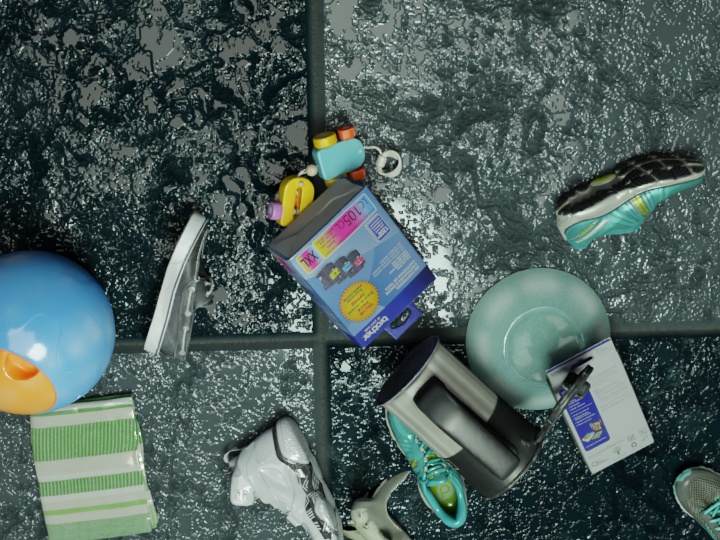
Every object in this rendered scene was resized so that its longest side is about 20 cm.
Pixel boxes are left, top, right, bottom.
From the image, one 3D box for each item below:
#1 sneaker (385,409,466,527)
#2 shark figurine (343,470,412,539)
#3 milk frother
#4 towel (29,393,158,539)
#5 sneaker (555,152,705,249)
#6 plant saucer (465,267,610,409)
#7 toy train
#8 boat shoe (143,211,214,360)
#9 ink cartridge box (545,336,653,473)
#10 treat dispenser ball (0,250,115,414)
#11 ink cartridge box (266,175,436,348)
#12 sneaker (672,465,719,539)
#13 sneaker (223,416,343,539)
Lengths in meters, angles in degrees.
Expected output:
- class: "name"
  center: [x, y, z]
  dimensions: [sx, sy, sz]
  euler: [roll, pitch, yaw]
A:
- class: "sneaker"
  center: [0.098, 0.252, 1.362]
  dimensions: [0.077, 0.080, 0.200]
  euler: [-26, 101, 2]
- class: "shark figurine"
  center: [0.025, 0.318, 1.371]
  dimensions: [0.128, 0.215, 0.090]
  euler: [16, 61, 22]
- class: "milk frother"
  center: [0.160, 0.151, 1.267]
  dimensions: [0.188, 0.180, 0.200]
  euler: [42, 74, -8]
- class: "towel"
  center: [-0.364, 0.270, 1.378]
  dimensions: [0.152, 0.023, 0.201]
  euler: [-7, 104, -1]
- class: "sneaker"
  center: [0.352, -0.092, 1.323]
  dimensions: [0.200, 0.078, 0.080]
  euler: [-23, 122, 7]
- class: "plant saucer"
  center: [0.243, 0.098, 1.364]
  dimensions: [0.200, 0.039, 0.202]
  euler: [-1, 103, -4]
- class: "toy train"
  center: [-0.041, -0.089, 1.304]
  dimensions: [0.150, 0.056, 0.200]
  euler: [31, 91, -31]
- class: "boat shoe"
  center: [-0.220, 0.024, 1.306]
  dimensions: [0.068, 0.072, 0.200]
  euler: [18, 103, -5]
- class: "ink cartridge box"
  center: [0.316, 0.175, 1.359]
  dimensions: [0.099, 0.039, 0.200]
  euler: [-27, 120, 2]
- class: "treat dispenser ball"
  center: [-0.403, 0.075, 1.241]
  dimensions: [0.200, 0.201, 0.202]
  euler: [-1, 102, -3]
- class: "ink cartridge box"
  center: [0.000, 0.000, 1.280]
  dimensions: [0.136, 0.076, 0.200]
  euler: [-44, 122, -7]
- class: "sneaker"
  center: [0.516, 0.355, 1.409]
  dimensions: [0.078, 0.091, 0.200]
  euler: [-42, 101, 5]
- class: "sneaker"
  center: [-0.103, 0.308, 1.361]
  dimensions: [0.115, 0.075, 0.200]
  euler: [-25, 83, 7]
